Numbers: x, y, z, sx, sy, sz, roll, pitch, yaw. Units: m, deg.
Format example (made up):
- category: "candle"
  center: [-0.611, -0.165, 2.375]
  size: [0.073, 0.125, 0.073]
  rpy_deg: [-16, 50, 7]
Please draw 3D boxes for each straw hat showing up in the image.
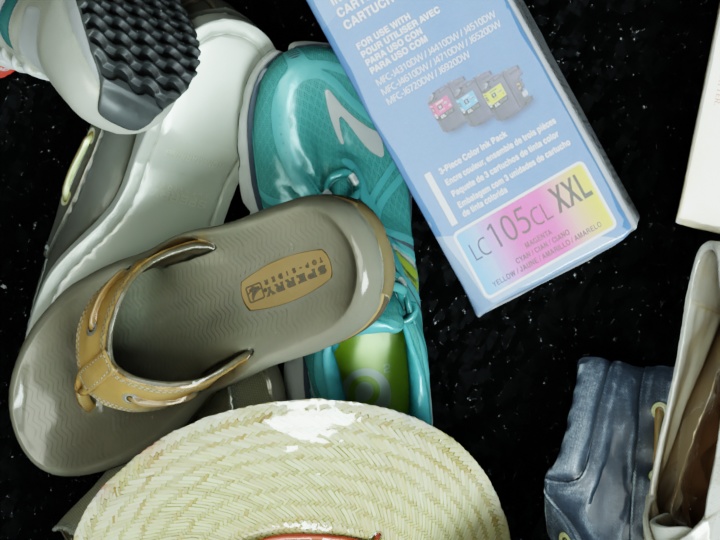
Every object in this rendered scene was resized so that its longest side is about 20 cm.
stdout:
- category: "straw hat"
  center: [-0.020, 0.152, 0.891]
  size: [0.199, 0.085, 0.202]
  rpy_deg: [-5, 132, -6]

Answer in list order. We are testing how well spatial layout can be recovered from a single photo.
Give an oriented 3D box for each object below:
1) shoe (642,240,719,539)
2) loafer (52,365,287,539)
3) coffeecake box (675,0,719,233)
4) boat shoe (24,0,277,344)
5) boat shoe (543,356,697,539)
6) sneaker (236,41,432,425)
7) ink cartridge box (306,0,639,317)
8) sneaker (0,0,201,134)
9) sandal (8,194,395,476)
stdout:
- category: "shoe"
  center: [0.135, 0.084, 0.851]
  size: [0.053, 0.070, 0.202]
  rpy_deg: [20, 81, -25]
- category: "loafer"
  center: [-0.095, 0.116, 0.957]
  size: [0.076, 0.068, 0.201]
  rpy_deg: [35, 107, 46]
- category: "coffeecake box"
  center: [0.242, -0.076, 0.871]
  size: [0.198, 0.073, 0.155]
  rpy_deg: [12, 98, 11]
- category: "boat shoe"
  center: [-0.099, -0.027, 0.962]
  size: [0.072, 0.060, 0.203]
  rpy_deg: [19, 106, -29]
- category: "boat shoe"
  center: [0.120, 0.138, 0.926]
  size: [0.090, 0.071, 0.202]
  rpy_deg: [9, 90, 12]
- category: "sneaker"
  center: [0.000, 0.000, 0.922]
  size: [0.077, 0.080, 0.202]
  rpy_deg: [-14, 99, -13]
- category: "ink cartridge box"
  center: [0.037, -0.089, 0.885]
  size: [0.076, 0.136, 0.201]
  rpy_deg: [-27, 89, 8]
- category: "sneaker"
  center: [-0.133, -0.103, 0.919]
  size: [0.093, 0.070, 0.200]
  rpy_deg: [-47, 41, 20]
- category: "sandal"
  center: [-0.076, 0.026, 0.888]
  size: [0.199, 0.054, 0.081]
  rpy_deg: [-25, 86, 28]
